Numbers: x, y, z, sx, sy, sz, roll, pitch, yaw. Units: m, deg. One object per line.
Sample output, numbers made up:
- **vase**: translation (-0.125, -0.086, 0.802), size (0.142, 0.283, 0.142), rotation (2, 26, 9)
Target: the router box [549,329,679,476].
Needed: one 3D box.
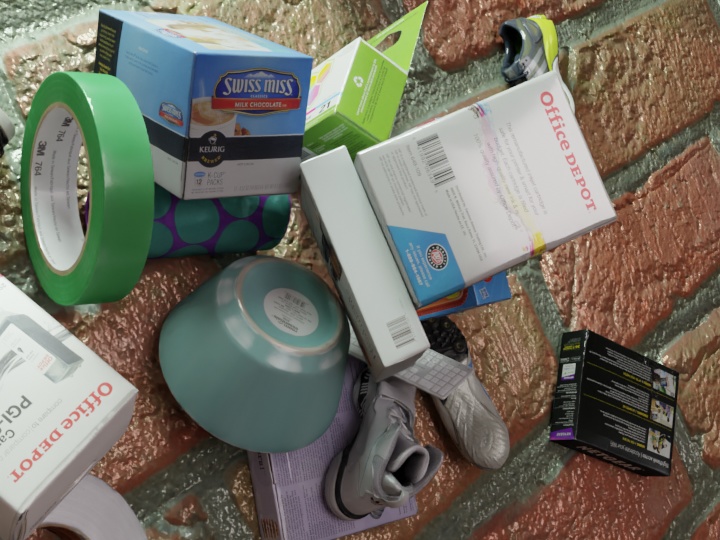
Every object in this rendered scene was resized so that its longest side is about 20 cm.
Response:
- **router box**: translation (0.349, 0.183, 1.386), size (0.198, 0.051, 0.152), rotation (24, 67, -31)

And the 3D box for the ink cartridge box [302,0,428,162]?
- **ink cartridge box**: translation (-0.015, -0.215, 1.147), size (0.075, 0.147, 0.203), rotation (29, 62, -26)

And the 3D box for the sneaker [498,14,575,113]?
- **sneaker**: translation (0.234, -0.256, 1.402), size (0.080, 0.074, 0.203), rotation (-4, 74, -31)

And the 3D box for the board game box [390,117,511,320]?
- **board game box**: translation (0.058, -0.044, 1.126), size (0.055, 0.199, 0.199), rotation (-8, 83, -40)

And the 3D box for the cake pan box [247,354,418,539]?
- **cake pan box**: translation (-0.035, 0.184, 1.097), size (0.182, 0.052, 0.204), rotation (-7, 84, -40)

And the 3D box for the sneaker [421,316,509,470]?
- **sneaker**: translation (0.115, 0.145, 1.220), size (0.071, 0.073, 0.203), rotation (-23, 81, -10)

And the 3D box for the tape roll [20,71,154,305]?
- **tape roll**: translation (-0.246, -0.071, 0.902), size (0.048, 0.199, 0.204), rotation (-3, 81, -38)

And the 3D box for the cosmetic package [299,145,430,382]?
- **cosmetic package**: translation (0.000, 0.000, 0.982), size (0.051, 0.151, 0.203), rotation (-22, 80, -5)

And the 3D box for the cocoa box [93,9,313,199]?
- **cocoa box**: translation (-0.157, -0.163, 0.971), size (0.132, 0.199, 0.133), rotation (-6, 115, -38)

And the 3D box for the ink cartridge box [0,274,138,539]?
- **ink cartridge box**: translation (-0.306, 0.102, 0.842), size (0.199, 0.085, 0.146), rotation (39, 52, 3)

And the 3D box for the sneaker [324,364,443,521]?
- **sneaker**: translation (0.039, 0.161, 1.055), size (0.075, 0.114, 0.202), rotation (36, 59, -24)

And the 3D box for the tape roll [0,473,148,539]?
- **tape roll**: translation (-0.280, 0.273, 0.880), size (0.198, 0.066, 0.204), rotation (9, 74, -36)

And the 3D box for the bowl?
- **bowl**: translation (-0.088, 0.064, 1.000), size (0.198, 0.106, 0.203), rotation (19, 41, -18)

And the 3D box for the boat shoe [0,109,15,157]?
- **boat shoe**: translation (-0.399, -0.160, 0.892), size (0.200, 0.073, 0.061), rotation (44, 52, -31)

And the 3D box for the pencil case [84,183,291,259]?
- **pencil case**: translation (-0.172, -0.061, 1.029), size (0.198, 0.084, 0.094), rotation (-7, 99, -38)

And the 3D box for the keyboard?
- **keyboard**: translation (0.027, 0.085, 1.091), size (0.056, 0.198, 0.011), rotation (-29, 129, -40)

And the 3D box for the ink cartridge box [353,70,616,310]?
- **ink cartridge box**: translation (0.108, -0.068, 0.963), size (0.197, 0.146, 0.149), rotation (-23, 86, -6)
